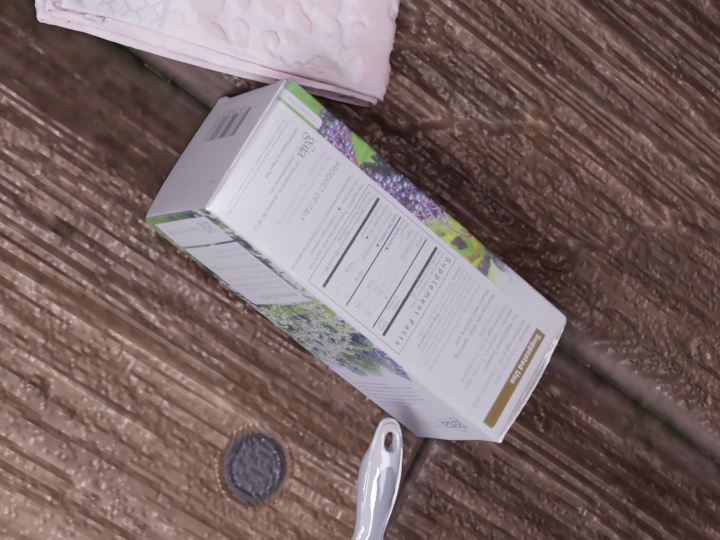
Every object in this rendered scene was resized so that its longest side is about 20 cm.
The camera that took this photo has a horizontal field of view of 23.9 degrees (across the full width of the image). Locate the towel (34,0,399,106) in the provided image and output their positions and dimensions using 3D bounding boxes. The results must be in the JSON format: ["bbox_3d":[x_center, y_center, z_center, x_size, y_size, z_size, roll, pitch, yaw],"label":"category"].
[{"bbox_3d":[-0.057,-0.200,0.859,0.190,0.032,0.201,11,84,-28],"label":"towel"}]

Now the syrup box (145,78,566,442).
[{"bbox_3d":[0.000,0.000,0.855,0.200,0.079,0.082,38,71,-22],"label":"syrup box"}]

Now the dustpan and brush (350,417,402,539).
[{"bbox_3d":[-0.009,0.173,0.854,0.139,0.057,0.201,11,83,-28],"label":"dustpan and brush"}]
